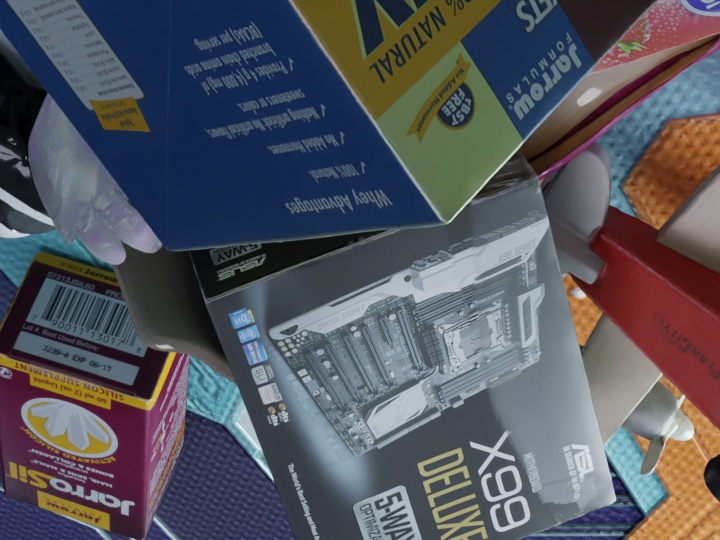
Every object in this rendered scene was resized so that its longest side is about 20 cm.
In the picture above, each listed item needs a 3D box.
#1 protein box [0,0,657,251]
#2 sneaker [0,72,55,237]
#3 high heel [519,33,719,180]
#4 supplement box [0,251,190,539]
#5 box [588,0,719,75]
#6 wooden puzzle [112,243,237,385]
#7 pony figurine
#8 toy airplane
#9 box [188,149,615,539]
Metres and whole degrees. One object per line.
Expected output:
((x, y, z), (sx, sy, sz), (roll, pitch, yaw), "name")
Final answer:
((-0.040, -0.128, 0.666), (0.198, 0.135, 0.200), (-4, 127, 56), "protein box")
((-0.199, -0.094, 0.998), (0.112, 0.073, 0.200), (-6, 145, 28), "sneaker")
((0.115, -0.089, 0.815), (0.200, 0.096, 0.067), (-21, 128, 44), "high heel")
((-0.179, 0.089, 1.211), (0.110, 0.086, 0.200), (17, 145, 4), "supplement box")
((0.144, -0.162, 0.700), (0.200, 0.100, 0.095), (-15, 132, 39), "box")
((-0.052, 0.005, 0.950), (0.046, 0.185, 0.200), (-42, 135, 17), "wooden puzzle")
((-0.113, -0.127, 0.838), (0.193, 0.166, 0.200), (50, 170, 42), "pony figurine")
((0.169, 0.012, 0.909), (0.200, 0.141, 0.200), (-3, 105, 38), "toy airplane")
((0.025, 0.053, 0.851), (0.157, 0.050, 0.200), (-20, 124, -4), "box")
